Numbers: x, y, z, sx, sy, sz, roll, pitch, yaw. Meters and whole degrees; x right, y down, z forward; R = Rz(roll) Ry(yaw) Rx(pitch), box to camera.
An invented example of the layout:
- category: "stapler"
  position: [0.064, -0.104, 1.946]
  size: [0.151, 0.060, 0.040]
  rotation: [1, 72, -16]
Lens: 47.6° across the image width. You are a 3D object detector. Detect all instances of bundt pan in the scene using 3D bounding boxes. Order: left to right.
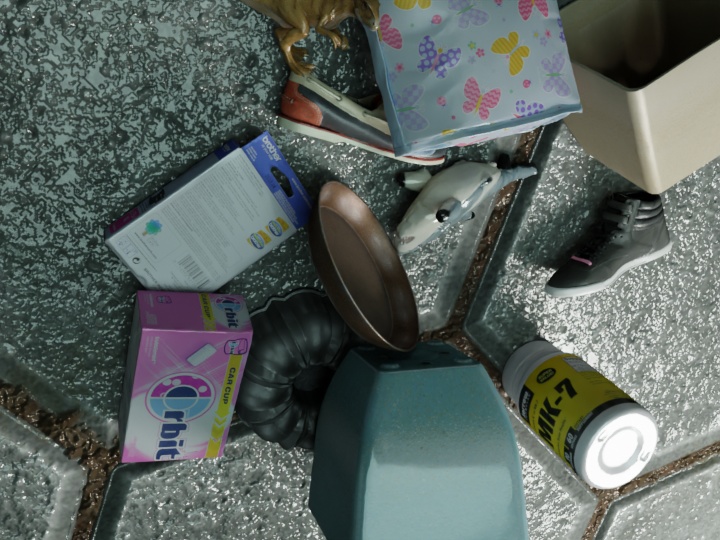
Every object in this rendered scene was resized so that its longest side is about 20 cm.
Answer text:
- category: "bundt pan"
  position: [-0.060, 0.127, 0.961]
  size: [0.201, 0.076, 0.203]
  rotation: [-8, 114, -18]

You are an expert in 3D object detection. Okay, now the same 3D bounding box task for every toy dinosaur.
- category: "toy dinosaur"
  position: [-0.070, -0.256, 0.803]
  size: [0.199, 0.061, 0.107]
  rotation: [14, 128, 12]

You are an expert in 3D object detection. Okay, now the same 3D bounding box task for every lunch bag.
- category: "lunch bag"
  position: [0.103, -0.215, 0.836]
  size: [0.199, 0.127, 0.171]
  rotation: [-17, 94, -23]

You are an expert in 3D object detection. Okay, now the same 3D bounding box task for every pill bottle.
- category: "pill bottle"
  position: [0.271, 0.176, 1.043]
  size: [0.114, 0.200, 0.115]
  rotation: [-8, 114, -19]

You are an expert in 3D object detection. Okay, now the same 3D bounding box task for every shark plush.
- category: "shark plush"
  position: [0.120, -0.092, 0.972]
  size: [0.200, 0.091, 0.084]
  rotation: [-36, 142, -28]

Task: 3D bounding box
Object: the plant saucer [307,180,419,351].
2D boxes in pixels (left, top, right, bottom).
- category: "plant saucer"
  position: [0.000, 0.000, 0.879]
  size: [0.034, 0.201, 0.200]
  rotation: [-27, 122, 19]

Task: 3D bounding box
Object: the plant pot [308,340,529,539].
- category: "plant pot"
  position: [0.056, 0.185, 0.879]
  size: [0.195, 0.196, 0.201]
  rotation: [-3, 99, -16]

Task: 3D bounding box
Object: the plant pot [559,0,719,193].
- category: "plant pot"
  position: [0.332, -0.210, 0.923]
  size: [0.199, 0.200, 0.178]
  rotation: [-31, 130, -8]

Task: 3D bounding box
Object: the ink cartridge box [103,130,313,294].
- category: "ink cartridge box"
  position: [-0.155, -0.052, 0.869]
  size: [0.200, 0.042, 0.120]
  rotation: [-35, 121, -2]

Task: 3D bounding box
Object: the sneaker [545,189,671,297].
- category: "sneaker"
  position: [0.313, -0.041, 1.049]
  size: [0.199, 0.071, 0.100]
  rotation: [-25, 117, -18]

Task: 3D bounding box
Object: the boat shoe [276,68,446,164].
- category: "boat shoe"
  position: [0.009, -0.162, 0.876]
  size: [0.199, 0.071, 0.063]
  rotation: [12, 103, -21]

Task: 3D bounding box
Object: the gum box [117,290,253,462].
- category: "gum box"
  position: [-0.195, 0.122, 0.887]
  size: [0.113, 0.066, 0.201]
  rotation: [3, 124, -23]
